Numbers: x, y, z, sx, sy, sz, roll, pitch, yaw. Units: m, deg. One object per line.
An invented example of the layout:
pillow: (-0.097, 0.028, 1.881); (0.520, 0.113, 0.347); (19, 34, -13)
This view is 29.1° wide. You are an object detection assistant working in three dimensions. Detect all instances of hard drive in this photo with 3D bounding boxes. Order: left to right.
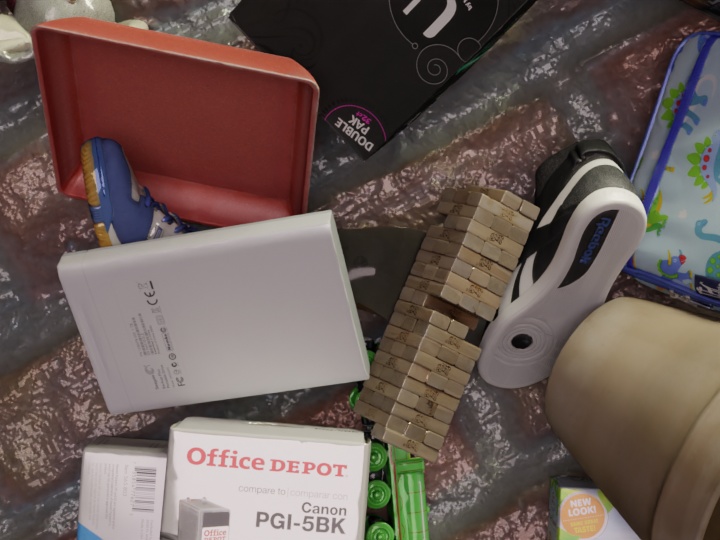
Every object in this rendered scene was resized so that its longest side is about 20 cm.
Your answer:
hard drive: (-0.103, 0.033, 0.998); (0.198, 0.027, 0.133); (-8, 120, 10)

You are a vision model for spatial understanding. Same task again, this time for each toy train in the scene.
toy train: (0.024, 0.150, 1.077); (0.056, 0.042, 0.202); (-6, 93, -10)

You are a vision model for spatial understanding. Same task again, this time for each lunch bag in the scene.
lunch bag: (0.274, -0.069, 1.011); (0.082, 0.160, 0.202); (18, 95, -42)

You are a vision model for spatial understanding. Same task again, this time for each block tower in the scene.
block tower: (0.061, 0.034, 1.022); (0.054, 0.058, 0.202); (25, 86, -29)

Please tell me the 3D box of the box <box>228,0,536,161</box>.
box: (0.035, -0.206, 0.982); (0.149, 0.124, 0.200); (47, 119, -2)

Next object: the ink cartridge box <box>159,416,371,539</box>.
ink cartridge box: (-0.071, 0.212, 0.985); (0.145, 0.083, 0.202); (4, 88, 0)

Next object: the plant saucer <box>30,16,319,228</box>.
plant saucer: (-0.129, -0.105, 1.008); (0.197, 0.201, 0.037); (11, 59, 1)

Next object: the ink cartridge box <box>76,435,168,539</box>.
ink cartridge box: (-0.113, 0.195, 1.064); (0.198, 0.068, 0.117); (4, 92, 1)

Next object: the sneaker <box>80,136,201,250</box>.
sneaker: (-0.144, -0.018, 1.038); (0.087, 0.075, 0.201); (-19, 119, 0)

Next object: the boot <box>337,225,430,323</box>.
boot: (0.000, 0.000, 1.062); (0.198, 0.075, 0.074); (11, 86, -18)

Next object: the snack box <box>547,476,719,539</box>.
snack box: (0.245, 0.237, 1.072); (0.198, 0.053, 0.144); (2, 91, 0)

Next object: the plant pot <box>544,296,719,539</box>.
plant pot: (0.233, 0.108, 0.989); (0.173, 0.200, 0.201); (34, 93, 39)

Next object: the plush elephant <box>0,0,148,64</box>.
plush elephant: (-0.237, -0.221, 1.005); (0.154, 0.165, 0.201); (30, 121, 12)

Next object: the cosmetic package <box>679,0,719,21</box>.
cosmetic package: (0.252, -0.226, 1.002); (0.199, 0.151, 0.052); (26, 92, 0)

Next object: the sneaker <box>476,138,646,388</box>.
sneaker: (0.148, -0.010, 1.057); (0.072, 0.112, 0.201); (18, 127, -18)
